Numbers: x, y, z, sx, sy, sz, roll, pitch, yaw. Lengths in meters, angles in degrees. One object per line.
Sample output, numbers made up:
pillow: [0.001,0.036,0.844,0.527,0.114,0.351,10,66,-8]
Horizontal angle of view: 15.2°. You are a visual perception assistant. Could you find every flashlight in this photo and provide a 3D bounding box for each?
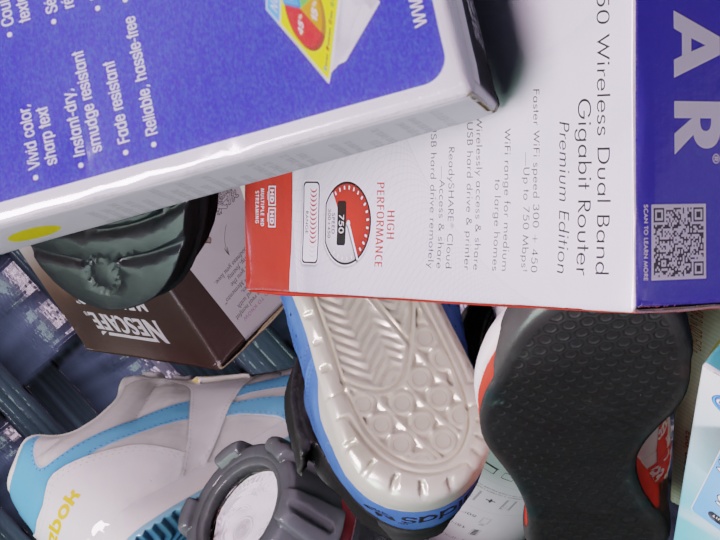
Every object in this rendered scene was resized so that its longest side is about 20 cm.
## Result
flashlight: [0.018,0.135,1.086,0.068,0.068,0.200,-15,141,44]

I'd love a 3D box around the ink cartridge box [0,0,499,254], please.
ink cartridge box: [-0.080,-0.111,0.733,0.047,0.200,0.198,30,-133,-72]

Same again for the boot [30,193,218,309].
boot: [-0.053,-0.104,0.859,0.076,0.168,0.201,-10,99,35]

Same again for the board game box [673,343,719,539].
board game box: [0.172,0.113,0.861,0.151,0.047,0.200,33,149,23]

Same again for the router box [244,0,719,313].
router box: [0.035,-0.091,0.752,0.179,0.049,0.201,2,93,54]

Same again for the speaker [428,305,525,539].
speaker: [0.051,0.071,1.106,0.081,0.081,0.200,42,154,6]

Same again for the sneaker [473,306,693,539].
sneaker: [0.069,0.012,0.884,0.067,0.108,0.201,-6,152,4]

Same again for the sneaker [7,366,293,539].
sneaker: [-0.061,0.072,1.156,0.081,0.200,0.077,35,124,25]

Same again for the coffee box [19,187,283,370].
coffee box: [-0.114,-0.061,1.155,0.113,0.080,0.200,4,132,52]

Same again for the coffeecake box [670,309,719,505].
coffeecake box: [0.203,0.059,0.879,0.200,0.073,0.154,31,149,26]

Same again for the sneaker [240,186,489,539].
sneaker: [-0.001,0.000,0.972,0.111,0.077,0.200,97,158,-71]
